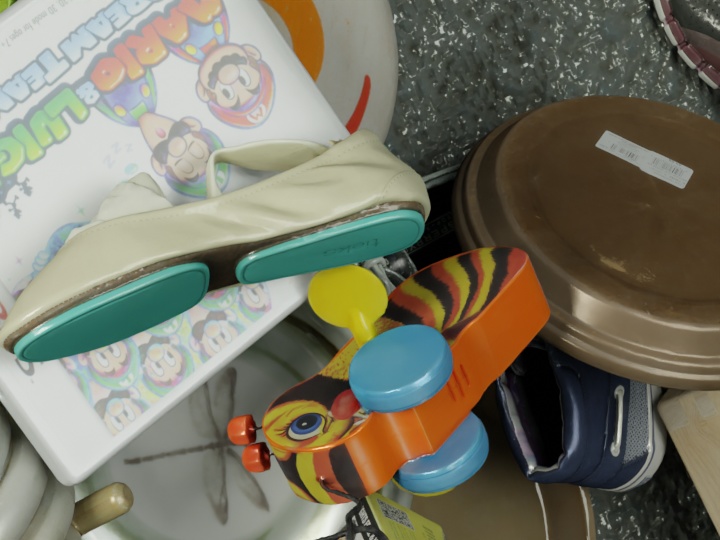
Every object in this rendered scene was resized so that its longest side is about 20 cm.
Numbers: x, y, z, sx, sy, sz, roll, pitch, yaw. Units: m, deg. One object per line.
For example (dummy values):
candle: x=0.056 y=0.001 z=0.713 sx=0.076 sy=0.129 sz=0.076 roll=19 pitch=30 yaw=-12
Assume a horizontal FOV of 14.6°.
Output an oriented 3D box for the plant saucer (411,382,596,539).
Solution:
plant saucer: x=0.032 y=0.139 z=1.432 sx=0.199 sy=0.029 sz=0.201 roll=4 pitch=81 yaw=-30

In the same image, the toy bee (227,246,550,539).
toy bee: x=-0.003 y=0.058 z=1.257 sx=0.200 sy=0.108 sz=0.132 roll=-31 pitch=118 yaw=-51

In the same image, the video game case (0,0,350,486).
video game case: x=-0.104 y=-0.038 z=1.232 sx=0.200 sy=0.024 sz=0.182 roll=-39 pitch=101 yaw=-20

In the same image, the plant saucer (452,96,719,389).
plant saucer: x=0.144 y=-0.022 z=1.388 sx=0.199 sy=0.030 sz=0.201 roll=10 pitch=41 yaw=-9

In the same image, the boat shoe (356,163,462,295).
boat shoe: x=0.002 y=0.002 z=1.402 sx=0.199 sy=0.068 sz=0.074 roll=-25 pitch=82 yaw=-31

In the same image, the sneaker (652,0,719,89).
sneaker: x=0.247 y=-0.116 z=1.539 sx=0.076 sy=0.115 sz=0.200 roll=-41 pitch=104 yaw=-27

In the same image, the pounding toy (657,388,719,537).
pounding toy: x=0.239 y=0.127 z=1.484 sx=0.201 sy=0.142 sz=0.184 roll=64 pitch=28 yaw=-8

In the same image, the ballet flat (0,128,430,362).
ballet flat: x=-0.068 y=-0.017 z=1.204 sx=0.199 sy=0.069 sz=0.070 roll=-16 pitch=92 yaw=-19

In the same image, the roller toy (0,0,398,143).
roller toy: x=-0.079 y=-0.099 z=1.336 sx=0.200 sy=0.140 sz=0.183 roll=-36 pitch=102 yaw=-29

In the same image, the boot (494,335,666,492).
boot: x=0.103 y=0.013 z=1.438 sx=0.090 sy=0.072 sz=0.201 roll=9 pitch=65 yaw=-55

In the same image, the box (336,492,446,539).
box: x=-0.026 y=0.205 z=1.309 sx=0.050 sy=0.075 sz=0.201 roll=27 pitch=106 yaw=-23

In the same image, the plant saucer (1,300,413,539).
plant saucer: x=-0.074 y=0.086 z=1.339 sx=0.199 sy=0.050 sz=0.201 roll=-1 pitch=101 yaw=-4

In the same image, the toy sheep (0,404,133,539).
toy sheep: x=-0.190 y=0.110 z=1.249 sx=0.200 sy=0.138 sz=0.138 roll=49 pitch=63 yaw=-21
